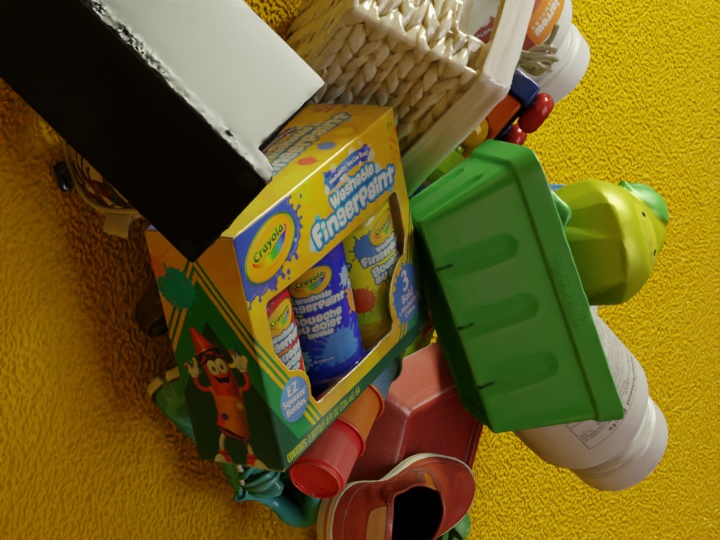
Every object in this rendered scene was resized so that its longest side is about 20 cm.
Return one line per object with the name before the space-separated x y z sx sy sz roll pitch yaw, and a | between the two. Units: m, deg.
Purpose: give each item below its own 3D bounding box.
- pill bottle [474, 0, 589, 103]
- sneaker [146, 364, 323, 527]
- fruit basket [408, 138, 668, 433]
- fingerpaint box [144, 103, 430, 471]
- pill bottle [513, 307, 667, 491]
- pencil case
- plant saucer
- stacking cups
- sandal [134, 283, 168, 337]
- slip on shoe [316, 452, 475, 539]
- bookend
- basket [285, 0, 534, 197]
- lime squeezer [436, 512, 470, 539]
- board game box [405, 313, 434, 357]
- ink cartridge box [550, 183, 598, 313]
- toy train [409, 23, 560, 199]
pill bottle | 0.099 -0.220 1.542 0.200 0.112 0.112 45 54 -36
sneaker | -0.075 0.115 1.326 0.200 0.077 0.080 46 21 -52
fruit basket | 0.146 -0.002 1.377 0.155 0.215 0.217 -146 -125 -77
fingerpaint box | -0.040 0.006 1.257 0.200 0.073 0.167 -42 129 -48
pill bottle | 0.166 0.094 1.551 0.200 0.114 0.115 45 55 -42
pencil case | -0.112 -0.092 1.262 0.200 0.078 0.090 -31 135 -55
plant saucer | 0.045 0.157 1.551 0.200 0.037 0.200 -21 129 -57
stacking cups | -0.005 0.074 1.374 0.200 0.060 0.061 -62 143 -43
sandal | -0.097 -0.029 1.320 0.200 0.055 0.082 -45 173 -37
slip on shoe | 0.040 0.180 1.436 0.200 0.061 0.074 -2 98 -61
bookend | -0.101 -0.146 1.159 0.199 0.092 0.200 44 44 -4
basket | 0.023 -0.154 1.352 0.123 0.200 0.136 25 59 -12
lime squeezer | 0.049 0.215 1.537 0.038 0.071 0.200 55 22 15
board game box | 0.000 0.000 1.498 0.200 0.047 0.102 59 44 -46
ink cartridge box | 0.142 0.027 1.681 0.068 0.115 0.201 42 58 -54
toy train | 0.084 -0.109 1.441 0.116 0.085 0.200 -54 -179 -19
